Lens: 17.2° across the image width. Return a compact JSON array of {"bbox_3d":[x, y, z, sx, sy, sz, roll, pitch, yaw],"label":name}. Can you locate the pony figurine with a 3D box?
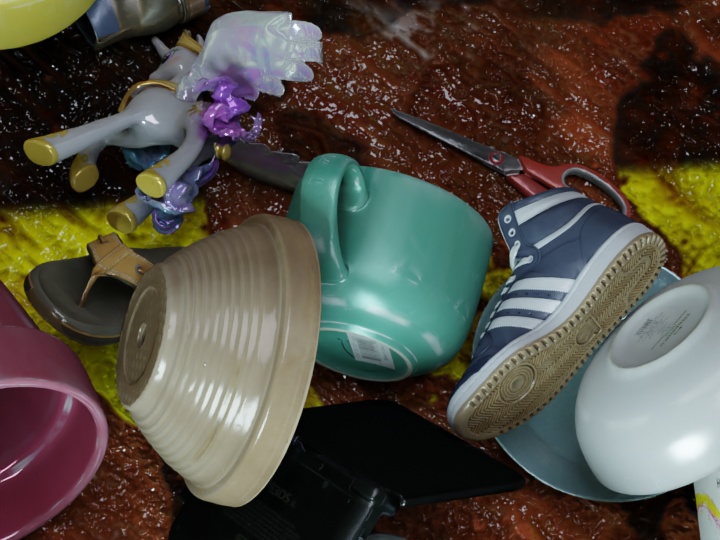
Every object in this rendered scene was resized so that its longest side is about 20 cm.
[{"bbox_3d":[-0.119,-0.109,1.756,0.192,0.167,0.200,16,43,27],"label":"pony figurine"}]

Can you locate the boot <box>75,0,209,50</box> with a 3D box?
[{"bbox_3d":[-0.209,-0.264,1.851,0.097,0.075,0.200,-29,75,-21],"label":"boot"}]

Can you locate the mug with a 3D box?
[{"bbox_3d":[-0.002,0.004,1.711,0.185,0.152,0.115,28,65,-27],"label":"mug"}]

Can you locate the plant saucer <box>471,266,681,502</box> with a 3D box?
[{"bbox_3d":[0.178,0.081,1.772,0.200,0.039,0.202,3,67,-7],"label":"plant saucer"}]

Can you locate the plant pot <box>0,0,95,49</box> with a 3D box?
[{"bbox_3d":[-0.272,-0.291,1.719,0.200,0.189,0.202,4,64,-7],"label":"plant pot"}]

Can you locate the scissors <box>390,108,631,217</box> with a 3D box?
[{"bbox_3d":[0.119,-0.085,1.852,0.200,0.014,0.073,39,70,11],"label":"scissors"}]

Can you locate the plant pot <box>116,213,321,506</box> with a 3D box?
[{"bbox_3d":[-0.108,0.053,1.623,0.092,0.201,0.202,14,64,-21],"label":"plant pot"}]

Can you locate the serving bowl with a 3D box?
[{"bbox_3d":[0.225,0.062,1.655,0.200,0.200,0.066,-48,111,-22],"label":"serving bowl"}]

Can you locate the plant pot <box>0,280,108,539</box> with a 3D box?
[{"bbox_3d":[-0.295,0.075,1.641,0.199,0.200,0.179,-19,55,-15],"label":"plant pot"}]

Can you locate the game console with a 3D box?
[{"bbox_3d":[-0.014,0.168,1.650,0.116,0.200,0.176,33,86,-32],"label":"game console"}]

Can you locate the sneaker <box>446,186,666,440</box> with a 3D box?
[{"bbox_3d":[0.115,0.025,1.699,0.200,0.070,0.108,-45,51,-7],"label":"sneaker"}]

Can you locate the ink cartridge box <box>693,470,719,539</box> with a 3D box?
[{"bbox_3d":[0.282,0.159,1.673,0.067,0.116,0.201,-8,92,-10],"label":"ink cartridge box"}]

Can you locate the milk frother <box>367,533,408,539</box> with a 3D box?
[{"bbox_3d":[0.038,0.310,1.590,0.180,0.188,0.200,43,83,-27],"label":"milk frother"}]

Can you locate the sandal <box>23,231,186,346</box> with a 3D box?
[{"bbox_3d":[-0.163,0.003,1.695,0.082,0.055,0.200,41,29,25],"label":"sandal"}]
